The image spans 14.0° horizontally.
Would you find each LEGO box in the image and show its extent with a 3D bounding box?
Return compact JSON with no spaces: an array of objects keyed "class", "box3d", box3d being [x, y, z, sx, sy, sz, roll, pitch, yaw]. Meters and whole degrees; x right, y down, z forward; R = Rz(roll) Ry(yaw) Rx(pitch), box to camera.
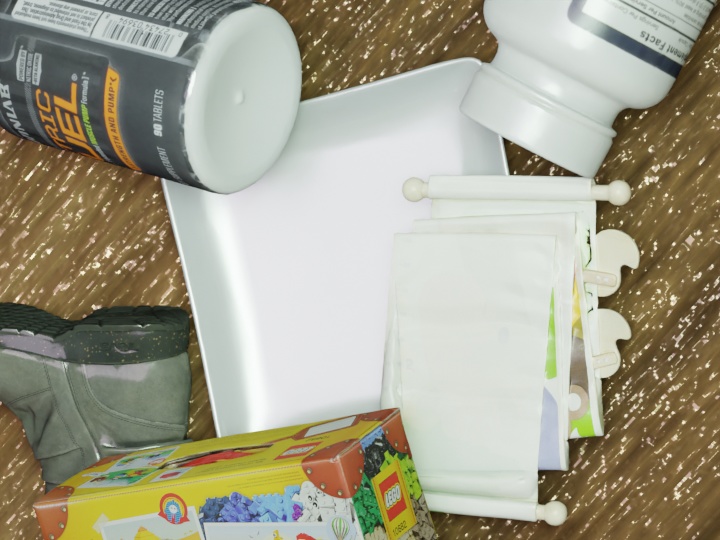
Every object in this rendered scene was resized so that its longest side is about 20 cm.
[{"class":"LEGO box","box3d":[-0.056,0.167,1.568,0.199,0.077,0.150,-12,101,31]}]

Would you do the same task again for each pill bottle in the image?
[{"class":"pill bottle","box3d":[0.133,-0.155,1.546,0.111,0.111,0.201,29,96,13]},{"class":"pill bottle","box3d":[-0.139,-0.114,1.616,0.199,0.106,0.107,16,96,33]}]

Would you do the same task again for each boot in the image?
[{"class":"boot","box3d":[-0.182,0.089,1.669,0.199,0.068,0.131,1,102,20]}]

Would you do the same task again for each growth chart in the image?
[{"class":"growth chart","box3d":[0.073,0.042,1.586,0.144,0.018,0.201,10,95,13]}]

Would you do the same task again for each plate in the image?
[{"class":"plate","box3d":[0.000,0.000,1.630,0.199,0.032,0.201,-14,88,16]}]
